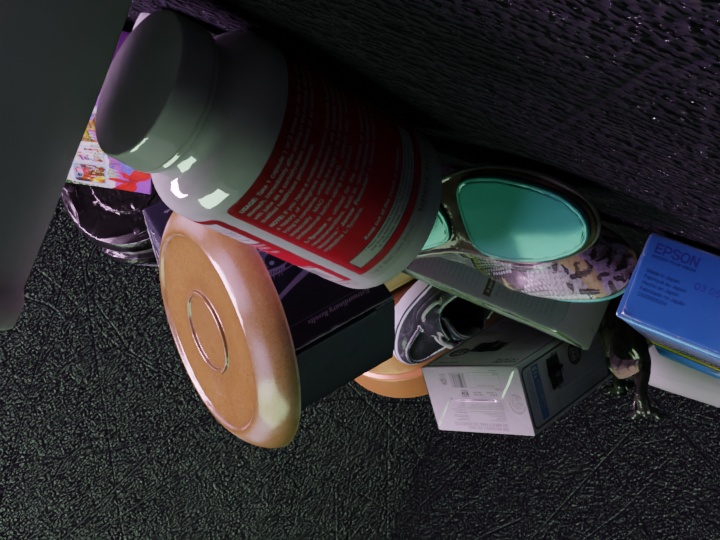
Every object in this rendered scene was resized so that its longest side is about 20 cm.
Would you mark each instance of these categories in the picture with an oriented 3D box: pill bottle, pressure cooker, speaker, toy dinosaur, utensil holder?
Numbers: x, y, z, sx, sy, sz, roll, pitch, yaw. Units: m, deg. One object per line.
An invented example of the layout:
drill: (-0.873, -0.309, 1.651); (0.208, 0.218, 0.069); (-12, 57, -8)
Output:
pill bottle: (-0.052, -0.070, 0.648); (0.198, 0.114, 0.111); (24, 177, -41)
pressure cooker: (-0.246, -0.099, 1.307); (0.177, 0.178, 0.200); (53, -177, 8)
speaker: (0.326, 0.083, 1.016); (0.080, 0.083, 0.200); (22, 178, -9)
toy dinosaur: (0.215, 0.069, 0.877); (0.047, 0.090, 0.200); (-9, -161, 13)
utensil holder: (-0.218, -0.096, 0.547); (0.167, 0.203, 0.170); (21, 179, 1)

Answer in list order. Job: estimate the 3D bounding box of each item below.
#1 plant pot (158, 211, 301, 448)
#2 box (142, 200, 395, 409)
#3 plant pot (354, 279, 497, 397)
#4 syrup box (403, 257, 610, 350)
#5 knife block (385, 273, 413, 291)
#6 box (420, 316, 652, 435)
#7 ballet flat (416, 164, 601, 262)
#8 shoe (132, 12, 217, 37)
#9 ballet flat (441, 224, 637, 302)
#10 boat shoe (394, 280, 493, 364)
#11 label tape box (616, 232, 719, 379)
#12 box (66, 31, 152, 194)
plant pot: (-0.106, 0.043, 0.820); (0.027, 0.204, 0.199); (-21, -158, -27)
box: (-0.080, 0.013, 0.955); (0.201, 0.146, 0.105); (55, 163, 28)
plant pot: (0.037, 0.016, 1.167); (0.198, 0.202, 0.140); (21, 162, 32)
syrup box: (0.106, -0.012, 0.901); (0.198, 0.083, 0.078); (24, 179, 34)
knife block: (0.000, 0.000, 1.046); (0.198, 0.178, 0.064); (21, 179, 31)
box: (0.162, 0.074, 0.966); (0.115, 0.061, 0.199); (-7, -165, 47)
ballet flat: (0.073, -0.043, 0.721); (0.197, 0.068, 0.064); (-2, -152, 37)
shoe: (-0.080, -0.091, 0.732); (0.071, 0.092, 0.199); (20, 177, 44)
ballet flat: (0.104, -0.029, 0.780); (0.071, 0.073, 0.199); (24, 177, -42)
boat shoe: (0.088, 0.041, 1.027); (0.071, 0.201, 0.069); (11, -133, -27)
label tape box: (0.273, 0.044, 0.769); (0.142, 0.064, 0.199); (23, 179, 25)
box: (-0.226, -0.124, 0.846); (0.134, 0.040, 0.200); (8, 159, -9)
